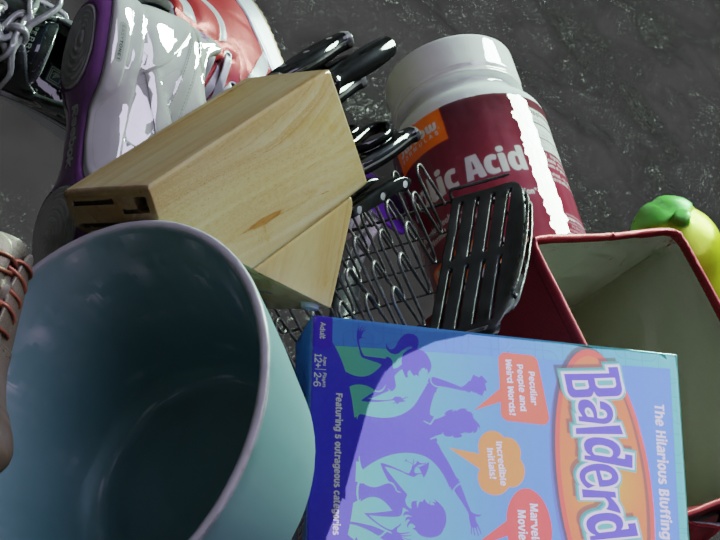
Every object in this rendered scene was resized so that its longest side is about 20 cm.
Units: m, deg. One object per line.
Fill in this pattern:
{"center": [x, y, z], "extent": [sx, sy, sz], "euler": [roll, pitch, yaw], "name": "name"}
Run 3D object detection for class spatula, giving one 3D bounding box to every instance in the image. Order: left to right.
{"center": [-0.001, -0.006, 1.104], "extent": [0.056, 0.021, 0.201], "euler": [35, 39, -20], "name": "spatula"}

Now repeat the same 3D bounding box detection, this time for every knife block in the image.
{"center": [-0.051, -0.075, 0.899], "extent": [0.200, 0.064, 0.177], "euler": [28, 67, -47], "name": "knife block"}

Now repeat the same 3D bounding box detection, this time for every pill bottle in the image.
{"center": [0.086, -0.057, 1.166], "extent": [0.114, 0.114, 0.201], "euler": [13, 51, -42], "name": "pill bottle"}

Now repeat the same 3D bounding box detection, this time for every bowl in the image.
{"center": [-0.101, 0.088, 0.792], "extent": [0.105, 0.200, 0.202], "euler": [42, 32, -48], "name": "bowl"}

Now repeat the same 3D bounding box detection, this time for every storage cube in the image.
{"center": [0.128, 0.095, 1.026], "extent": [0.170, 0.180, 0.201], "euler": [-4, 63, -50], "name": "storage cube"}

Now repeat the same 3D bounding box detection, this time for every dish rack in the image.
{"center": [0.000, 0.000, 0.960], "extent": [0.055, 0.199, 0.154], "euler": [59, 27, -34], "name": "dish rack"}

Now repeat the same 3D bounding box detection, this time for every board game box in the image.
{"center": [0.065, 0.109, 0.845], "extent": [0.199, 0.045, 0.153], "euler": [6, 65, -13], "name": "board game box"}

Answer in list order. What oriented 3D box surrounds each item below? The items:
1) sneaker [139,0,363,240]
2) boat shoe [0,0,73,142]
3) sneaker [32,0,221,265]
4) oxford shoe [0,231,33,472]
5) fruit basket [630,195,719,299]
{"center": [-0.081, -0.099, 1.051], "extent": [0.112, 0.071, 0.201], "euler": [-3, 55, -54], "name": "sneaker"}
{"center": [-0.194, -0.124, 0.935], "extent": [0.199, 0.068, 0.074], "euler": [35, 68, -30], "name": "boat shoe"}
{"center": [-0.118, -0.047, 0.905], "extent": [0.099, 0.075, 0.201], "euler": [14, 82, -35], "name": "sneaker"}
{"center": [-0.188, 0.015, 0.782], "extent": [0.200, 0.074, 0.071], "euler": [62, 4, 40], "name": "oxford shoe"}
{"center": [0.208, 0.046, 1.176], "extent": [0.215, 0.155, 0.217], "euler": [39, 39, -42], "name": "fruit basket"}
